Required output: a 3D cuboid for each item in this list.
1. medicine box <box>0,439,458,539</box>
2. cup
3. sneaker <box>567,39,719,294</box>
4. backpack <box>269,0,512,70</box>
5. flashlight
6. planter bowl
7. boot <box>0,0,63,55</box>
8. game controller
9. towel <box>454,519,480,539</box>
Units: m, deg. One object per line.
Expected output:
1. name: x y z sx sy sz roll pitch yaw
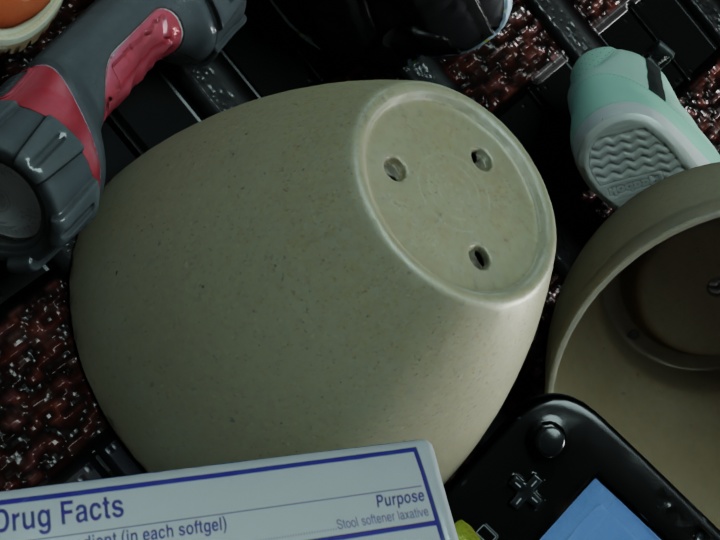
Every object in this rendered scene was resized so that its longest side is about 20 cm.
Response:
1. medicine box: -0.048 0.174 0.688 0.182 0.103 0.200 -4 67 -30
2. cup: 0.000 0.000 0.831 0.200 0.143 0.201 20 53 -29
3. sneaker: 0.182 -0.038 1.052 0.200 0.074 0.118 47 21 -25
4. backpack: 0.008 -0.187 0.931 0.154 0.163 0.200 -76 151 -51
5. flashlight: -0.108 -0.079 0.853 0.068 0.068 0.200 20 39 15
6. planter bowl: 0.179 0.029 0.941 0.200 0.200 0.135 33 21 -18
7. boot: -0.142 -0.187 0.855 0.075 0.107 0.200 21 52 -14
8. game controller: 0.119 0.149 0.877 0.200 0.042 0.104 43 78 -10
9. towel: -0.003 0.179 0.782 0.200 0.018 0.086 -29 84 -36
